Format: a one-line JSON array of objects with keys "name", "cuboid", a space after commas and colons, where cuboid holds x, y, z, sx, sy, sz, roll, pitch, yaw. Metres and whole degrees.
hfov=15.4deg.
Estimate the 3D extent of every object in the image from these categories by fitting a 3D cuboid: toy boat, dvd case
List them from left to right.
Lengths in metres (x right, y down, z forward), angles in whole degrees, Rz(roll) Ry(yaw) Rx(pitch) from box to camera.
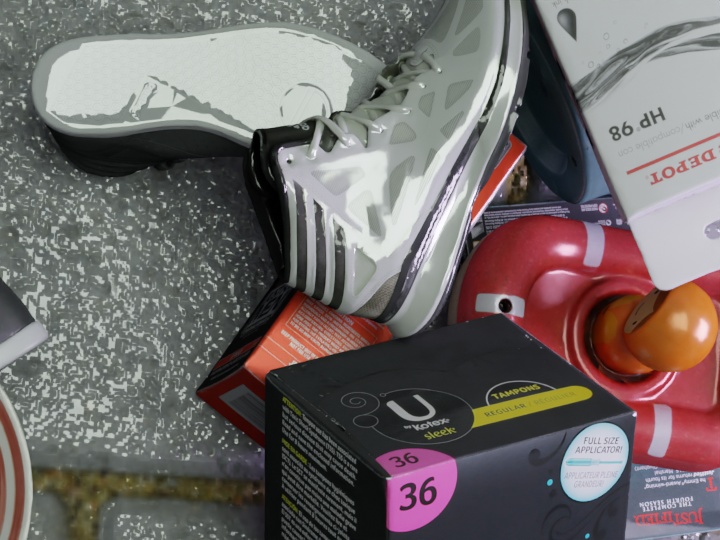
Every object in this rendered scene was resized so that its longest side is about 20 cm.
[{"name": "dvd case", "cuboid": [0.132, 0.058, 1.539, 0.146, 0.022, 0.201, -6, 81, -20]}, {"name": "toy boat", "cuboid": [0.151, 0.035, 1.468, 0.199, 0.131, 0.131, 10, 77, -18]}]

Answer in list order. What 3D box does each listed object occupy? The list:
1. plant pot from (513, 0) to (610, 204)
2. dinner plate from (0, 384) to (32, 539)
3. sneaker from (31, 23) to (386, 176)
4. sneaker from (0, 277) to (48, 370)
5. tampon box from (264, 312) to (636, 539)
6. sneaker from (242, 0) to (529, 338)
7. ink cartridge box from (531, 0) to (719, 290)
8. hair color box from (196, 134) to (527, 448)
[{"name": "plant pot", "cuboid": [0.173, -0.133, 1.505, 0.188, 0.200, 0.200, -26, 90, -10]}, {"name": "dinner plate", "cuboid": [-0.270, 0.114, 1.384, 0.200, 0.024, 0.201, 3, 81, -19]}, {"name": "sneaker", "cuboid": [-0.078, -0.089, 1.438, 0.199, 0.099, 0.071, 1, 82, -8]}, {"name": "sneaker", "cuboid": [-0.265, 0.043, 1.353, 0.200, 0.071, 0.099, -32, 90, -28]}, {"name": "tampon box", "cuboid": [0.042, 0.148, 1.374, 0.150, 0.126, 0.201, -14, 120, -28]}, {"name": "sneaker", "cuboid": [0.010, -0.076, 1.359, 0.115, 0.076, 0.201, 20, 84, -22]}, {"name": "ink cartridge box", "cuboid": [0.167, -0.101, 1.382, 0.116, 0.067, 0.200, -23, 88, 4]}, {"name": "hair color box", "cuboid": [0.000, 0.000, 1.459, 0.061, 0.101, 0.200, 39, 69, -8]}]
